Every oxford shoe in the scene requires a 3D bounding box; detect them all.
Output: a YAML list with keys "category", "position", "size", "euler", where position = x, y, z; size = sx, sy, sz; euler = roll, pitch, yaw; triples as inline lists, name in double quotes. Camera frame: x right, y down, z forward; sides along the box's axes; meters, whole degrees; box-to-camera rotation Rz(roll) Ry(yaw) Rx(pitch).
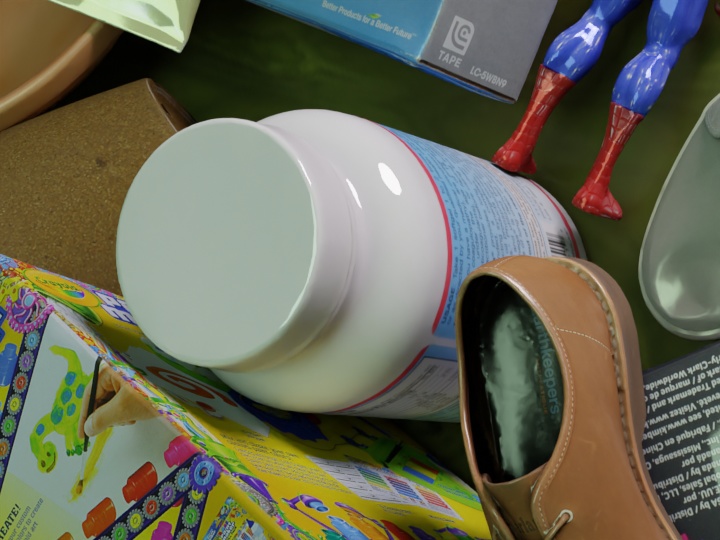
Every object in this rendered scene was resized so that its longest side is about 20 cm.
- category: "oxford shoe"
  position: [0.065, 0.091, 0.636]
  size: [0.071, 0.071, 0.201]
  euler: [-23, 75, 27]
- category: "oxford shoe"
  position: [0.166, -0.061, 0.743]
  size: [0.075, 0.058, 0.200]
  euler: [44, 107, 23]

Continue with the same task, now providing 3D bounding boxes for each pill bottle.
- category: "pill bottle"
  position: [0.000, 0.000, 0.747]
  size: [0.108, 0.200, 0.109]
  euler: [-4, 82, 29]

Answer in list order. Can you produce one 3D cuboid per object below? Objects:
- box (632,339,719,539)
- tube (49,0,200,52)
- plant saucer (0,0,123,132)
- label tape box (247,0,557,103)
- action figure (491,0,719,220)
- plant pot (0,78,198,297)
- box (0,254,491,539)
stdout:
- category: "box"
  position: [0.146, 0.131, 0.694]
  size: [0.106, 0.122, 0.201]
  euler: [-24, 73, 26]
- category: "tube"
  position: [-0.067, -0.192, 0.861]
  size: [0.058, 0.052, 0.200]
  euler: [11, 72, 52]
- category: "plant saucer"
  position: [-0.177, -0.128, 0.919]
  size: [0.200, 0.037, 0.201]
  euler: [-13, 52, 17]
- category: "label tape box"
  position: [0.036, -0.184, 0.804]
  size: [0.144, 0.063, 0.201]
  euler: [28, 99, 48]
- category: "action figure"
  position: [0.120, -0.121, 0.780]
  size: [0.065, 0.052, 0.200]
  euler: [31, 103, 24]
- category: "plant pot"
  position: [-0.136, 0.018, 0.852]
  size: [0.200, 0.186, 0.187]
  euler: [-38, 67, 5]
- category: "box"
  position: [-0.046, 0.110, 0.740]
  size: [0.193, 0.200, 0.122]
  euler: [38, 101, 40]
